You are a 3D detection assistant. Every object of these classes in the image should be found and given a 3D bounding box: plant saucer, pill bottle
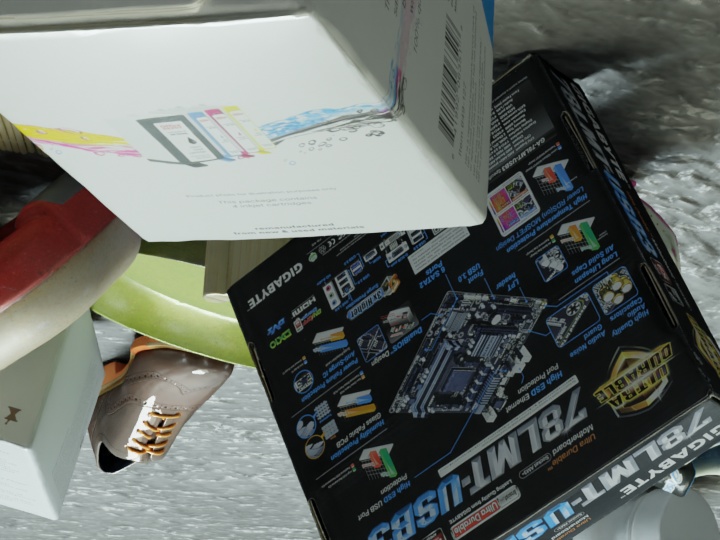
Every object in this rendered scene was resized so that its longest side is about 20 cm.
[{"bbox_3d":[-0.081,0.014,1.339,0.199,0.031,0.200,14,164,4],"label":"plant saucer"},{"bbox_3d":[0.178,0.227,1.821,0.199,0.120,0.119,-12,156,40],"label":"pill bottle"}]

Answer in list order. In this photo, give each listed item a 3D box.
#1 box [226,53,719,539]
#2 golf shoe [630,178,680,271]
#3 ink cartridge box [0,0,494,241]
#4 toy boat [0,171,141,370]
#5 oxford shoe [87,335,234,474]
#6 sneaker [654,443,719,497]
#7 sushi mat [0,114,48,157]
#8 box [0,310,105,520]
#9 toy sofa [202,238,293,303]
[{"bbox_3d":[0.051,0.036,1.052,0.200,0.199,0.050,-37,146,19],"label":"box"},{"bbox_3d":[0.126,0.001,1.126,0.091,0.200,0.076,-4,122,-16],"label":"golf shoe"},{"bbox_3d":[-0.045,-0.113,0.815,0.144,0.148,0.200,-2,160,18],"label":"ink cartridge box"},{"bbox_3d":[-0.224,-0.009,1.224,0.200,0.131,0.131,-30,101,29],"label":"toy boat"},{"bbox_3d":[-0.132,0.092,1.554,0.071,0.073,0.200,12,160,-21],"label":"oxford shoe"},{"bbox_3d":[0.185,0.114,1.547,0.199,0.073,0.072,4,146,-8],"label":"sneaker"},{"bbox_3d":[-0.200,-0.096,1.106,0.095,0.012,0.200,2,161,2],"label":"sushi mat"},{"bbox_3d":[-0.248,0.064,1.407,0.152,0.107,0.200,16,162,2],"label":"box"},{"bbox_3d":[0.000,0.000,1.242,0.199,0.083,0.097,21,154,-41],"label":"toy sofa"}]
